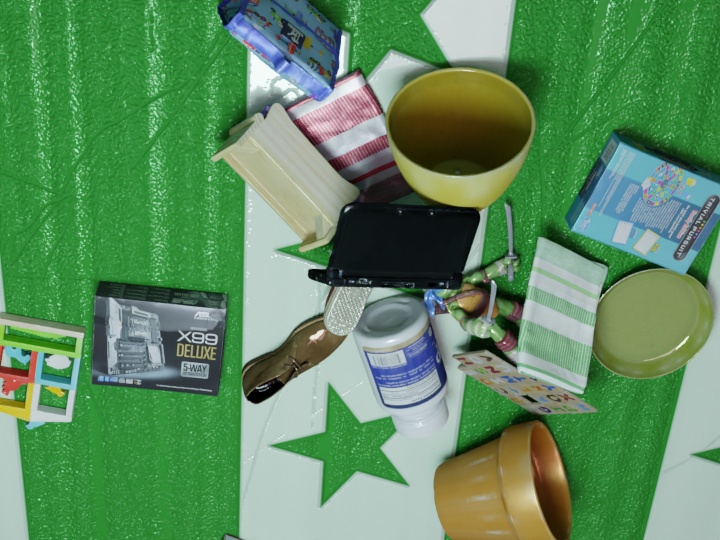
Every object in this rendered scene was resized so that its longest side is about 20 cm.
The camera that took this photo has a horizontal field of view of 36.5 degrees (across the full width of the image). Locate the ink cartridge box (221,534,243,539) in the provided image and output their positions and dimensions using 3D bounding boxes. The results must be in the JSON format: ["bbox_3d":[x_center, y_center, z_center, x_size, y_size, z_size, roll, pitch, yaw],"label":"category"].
[{"bbox_3d":[-0.219,0.580,1.913,0.145,0.083,0.201,25,114,-16],"label":"ink cartridge box"}]

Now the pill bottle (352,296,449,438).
[{"bbox_3d":[0.070,0.153,1.680,0.119,0.120,0.201,-16,119,5],"label":"pill bottle"}]

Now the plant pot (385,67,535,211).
[{"bbox_3d":[0.135,-0.157,1.494,0.198,0.201,0.142,-6,144,0],"label":"plant pot"}]

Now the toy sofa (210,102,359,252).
[{"bbox_3d":[-0.102,-0.130,1.529,0.200,0.098,0.083,46,150,-17],"label":"toy sofa"}]

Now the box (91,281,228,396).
[{"bbox_3d":[-0.307,0.106,1.670,0.198,0.050,0.159,7,118,-7],"label":"box"}]

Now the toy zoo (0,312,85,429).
[{"bbox_3d":[-0.508,0.166,1.707,0.130,0.021,0.201,11,117,-9],"label":"toy zoo"}]

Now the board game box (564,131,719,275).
[{"bbox_3d":[0.426,-0.097,1.607,0.199,0.047,0.152,20,115,-14],"label":"board game box"}]

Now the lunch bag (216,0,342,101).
[{"bbox_3d":[-0.104,-0.289,1.383,0.150,0.200,0.094,37,111,-21],"label":"lunch bag"}]

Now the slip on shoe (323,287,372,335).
[{"bbox_3d":[0.000,0.000,1.628,0.074,0.061,0.201,23,101,-18],"label":"slip on shoe"}]

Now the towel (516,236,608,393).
[{"bbox_3d":[0.299,0.069,1.619,0.152,0.023,0.202,21,78,-34],"label":"towel"}]

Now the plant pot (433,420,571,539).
[{"bbox_3d":[0.225,0.361,1.773,0.182,0.201,0.201,-16,119,22],"label":"plant pot"}]

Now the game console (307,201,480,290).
[{"bbox_3d":[0.042,-0.034,1.514,0.198,0.176,0.117,2,93,-18],"label":"game console"}]

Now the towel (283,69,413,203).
[{"bbox_3d":[-0.019,-0.169,1.556,0.143,0.023,0.201,-25,117,9],"label":"towel"}]

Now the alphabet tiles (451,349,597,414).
[{"bbox_3d":[0.245,0.176,1.698,0.199,0.167,0.008,31,70,-19],"label":"alphabet tiles"}]

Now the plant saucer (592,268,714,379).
[{"bbox_3d":[0.453,0.079,1.714,0.198,0.031,0.201,-1,118,-3],"label":"plant saucer"}]

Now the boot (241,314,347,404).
[{"bbox_3d":[-0.099,0.143,1.690,0.199,0.076,0.074,-34,113,13],"label":"boot"}]

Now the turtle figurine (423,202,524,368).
[{"bbox_3d":[0.214,0.050,1.621,0.194,0.144,0.200,37,114,-25],"label":"turtle figurine"}]
